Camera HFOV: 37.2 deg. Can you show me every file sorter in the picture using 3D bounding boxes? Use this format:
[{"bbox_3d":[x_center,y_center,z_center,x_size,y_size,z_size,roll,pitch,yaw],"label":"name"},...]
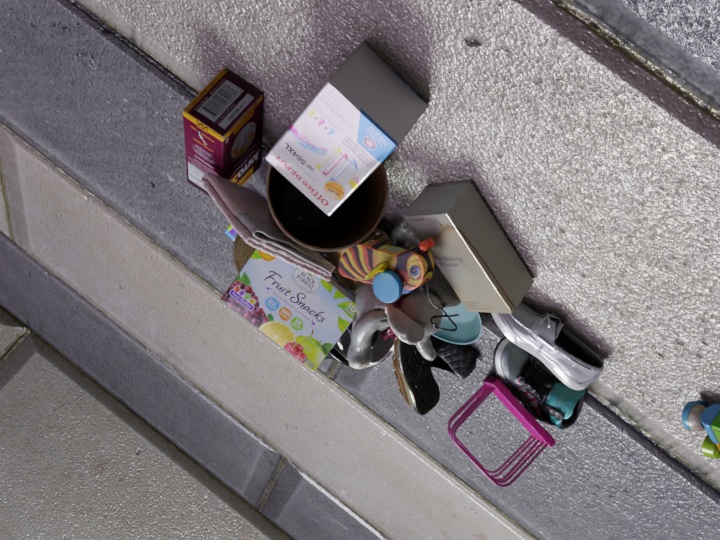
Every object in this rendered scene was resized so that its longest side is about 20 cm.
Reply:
[{"bbox_3d":[0.229,0.277,1.826,0.139,0.125,0.200,46,178,5],"label":"file sorter"}]

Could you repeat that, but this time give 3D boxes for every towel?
[{"bbox_3d":[-0.147,-0.074,1.731,0.199,0.032,0.191,26,-163,-44],"label":"towel"}]

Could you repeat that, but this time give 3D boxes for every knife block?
[{"bbox_3d":[0.000,0.000,1.809,0.199,0.064,0.177,29,147,55],"label":"knife block"}]

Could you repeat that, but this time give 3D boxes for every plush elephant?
[{"bbox_3d":[0.074,0.073,1.687,0.154,0.164,0.202,33,143,38],"label":"plush elephant"}]

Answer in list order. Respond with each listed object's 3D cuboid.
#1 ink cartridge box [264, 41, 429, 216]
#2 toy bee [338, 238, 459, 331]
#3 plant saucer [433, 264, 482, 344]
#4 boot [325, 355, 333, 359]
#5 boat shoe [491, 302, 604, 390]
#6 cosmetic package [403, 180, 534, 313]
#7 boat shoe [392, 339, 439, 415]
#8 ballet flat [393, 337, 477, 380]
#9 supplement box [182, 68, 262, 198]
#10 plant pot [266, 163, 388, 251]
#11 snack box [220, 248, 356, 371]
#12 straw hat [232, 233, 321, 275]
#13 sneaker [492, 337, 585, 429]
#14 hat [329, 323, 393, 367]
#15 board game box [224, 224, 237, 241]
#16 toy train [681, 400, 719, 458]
[{"bbox_3d":[-0.027,-0.186,1.486,0.128,0.126,0.200,41,132,-6],"label":"ink cartridge box"},{"bbox_3d":[0.067,-0.008,1.581,0.197,0.131,0.110,18,113,3],"label":"toy bee"},{"bbox_3d":[0.127,0.042,1.796,0.198,0.036,0.201,30,151,19],"label":"plant saucer"},{"bbox_3d":[-0.078,0.120,2.137,0.165,0.066,0.199,43,157,-24],"label":"boot"},{"bbox_3d":[0.290,0.102,1.655,0.200,0.072,0.069,45,132,5],"label":"boat shoe"},{"bbox_3d":[0.163,-0.033,1.600,0.103,0.073,0.201,0,134,53],"label":"cosmetic package"},{"bbox_3d":[0.085,0.169,1.912,0.074,0.075,0.202,32,142,47],"label":"boat shoe"},{"bbox_3d":[0.127,0.156,1.944,0.198,0.057,0.067,4,136,49],"label":"ballet flat"},{"bbox_3d":[-0.226,-0.216,1.771,0.085,0.111,0.201,33,153,12],"label":"supplement box"},{"bbox_3d":[-0.069,-0.118,1.673,0.187,0.187,0.200,43,169,-7],"label":"plant pot"},{"bbox_3d":[-0.113,0.049,1.790,0.199,0.143,0.053,37,-166,-2],"label":"snack box"},{"bbox_3d":[-0.118,-0.028,1.872,0.201,0.202,0.085,44,132,-10],"label":"straw hat"},{"bbox_3d":[0.302,0.191,1.744,0.120,0.084,0.200,14,151,49],"label":"sneaker"},{"bbox_3d":[-0.024,0.121,1.993,0.197,0.081,0.203,8,128,11],"label":"hat"},{"bbox_3d":[-0.154,-0.039,2.018,0.200,0.045,0.134,43,153,-6],"label":"board game box"},{"bbox_3d":[0.553,0.274,1.569,0.115,0.085,0.201,16,146,56],"label":"toy train"}]
